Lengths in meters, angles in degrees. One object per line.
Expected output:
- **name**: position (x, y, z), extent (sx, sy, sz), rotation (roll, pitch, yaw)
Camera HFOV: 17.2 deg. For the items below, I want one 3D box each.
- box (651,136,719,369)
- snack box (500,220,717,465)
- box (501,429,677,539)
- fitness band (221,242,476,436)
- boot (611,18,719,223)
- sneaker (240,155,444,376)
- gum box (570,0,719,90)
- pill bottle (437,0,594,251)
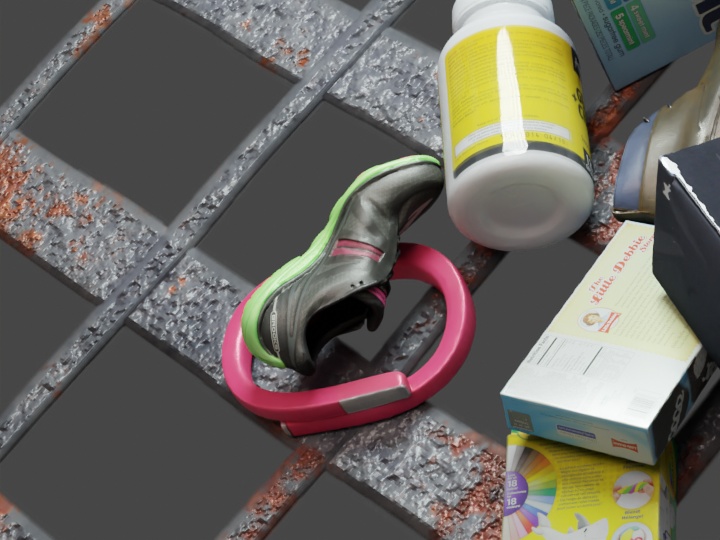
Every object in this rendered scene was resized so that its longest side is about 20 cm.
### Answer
- **box**: position (0.325, -0.004, 1.586), extent (0.199, 0.118, 0.197), rotation (-17, 47, -14)
- **snack box**: position (0.195, 0.046, 1.667), extent (0.116, 0.037, 0.200), rotation (12, 45, 32)
- **box**: position (0.155, 0.178, 1.624), extent (0.116, 0.048, 0.201), rotation (-8, 56, 21)
- **fitness band**: position (-0.009, 0.050, 1.806), extent (0.198, 0.038, 0.144), rotation (-12, 50, 17)
- **boot**: position (0.244, -0.118, 1.773), extent (0.096, 0.075, 0.201), rotation (-1, 59, 22)
- **sneaker**: position (0.000, 0.000, 1.777), extent (0.084, 0.077, 0.200), rotation (36, 81, 28)
- **gum box**: position (0.249, -0.245, 1.798), extent (0.199, 0.170, 0.045), rotation (-27, 49, 7)
- **pill bottle**: position (0.115, -0.123, 1.815), extent (0.111, 0.112, 0.201), rotation (-15, 52, 16)
